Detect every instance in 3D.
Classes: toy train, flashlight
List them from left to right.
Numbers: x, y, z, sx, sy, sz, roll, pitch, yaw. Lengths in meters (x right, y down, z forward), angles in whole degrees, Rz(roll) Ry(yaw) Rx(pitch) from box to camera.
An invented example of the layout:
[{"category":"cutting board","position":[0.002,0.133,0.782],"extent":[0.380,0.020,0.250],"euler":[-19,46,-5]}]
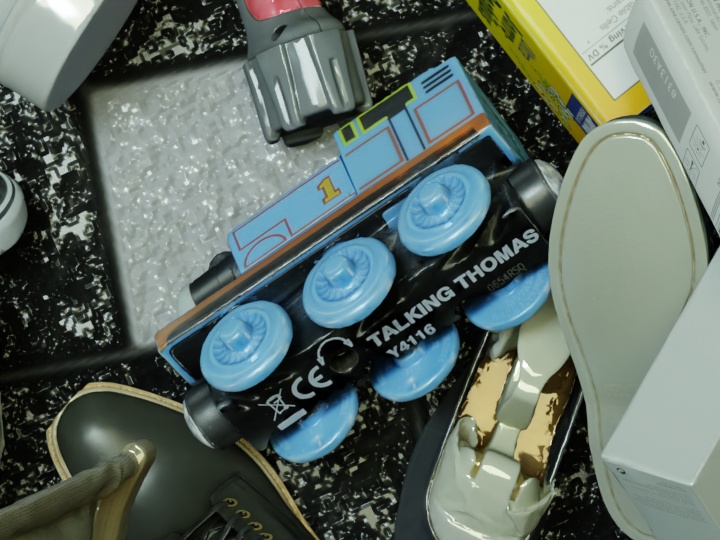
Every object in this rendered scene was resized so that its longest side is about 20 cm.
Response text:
[{"category":"flashlight","position":[-0.042,-0.162,1.352],"extent":[0.068,0.068,0.201],"euler":[-19,83,22]},{"category":"toy train","position":[0.000,0.000,1.324],"extent":[0.199,0.115,0.087],"euler":[-34,130,9]}]

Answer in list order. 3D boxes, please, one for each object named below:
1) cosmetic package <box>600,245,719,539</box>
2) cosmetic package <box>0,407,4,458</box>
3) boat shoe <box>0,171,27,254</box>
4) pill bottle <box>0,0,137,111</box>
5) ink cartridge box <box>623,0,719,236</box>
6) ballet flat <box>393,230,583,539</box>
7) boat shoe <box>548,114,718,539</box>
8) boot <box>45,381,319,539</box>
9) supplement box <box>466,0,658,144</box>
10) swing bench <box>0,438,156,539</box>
[{"category":"cosmetic package","position":[0.194,0.045,1.278],"extent":[0.051,0.151,0.201],"euler":[16,65,37]},{"category":"cosmetic package","position":[-0.262,0.066,1.315],"extent":[0.198,0.104,0.088],"euler":[-1,114,1]},{"category":"boat shoe","position":[-0.251,-0.042,1.339],"extent":[0.198,0.068,0.074],"euler":[6,43,7]},{"category":"pill bottle","position":[-0.196,-0.165,1.331],"extent":[0.199,0.120,0.120],"euler":[34,87,2]},{"category":"ink cartridge box","position":[0.230,-0.065,1.228],"extent":[0.199,0.050,0.162],"euler":[-13,59,-19]},{"category":"ballet flat","position":[0.066,0.069,1.340],"extent":[0.073,0.073,0.201],"euler":[23,87,2]},{"category":"boat shoe","position":[0.131,0.021,1.291],"extent":[0.074,0.062,0.201],"euler":[-2,113,28]},{"category":"boot","position":[-0.056,0.120,1.302],"extent":[0.200,0.138,0.078],"euler":[38,87,3]},{"category":"supplement box","position":[0.090,-0.162,1.334],"extent":[0.109,0.110,0.200],"euler":[-37,86,-2]},{"category":"swing bench","position":[-0.059,0.169,1.141],"extent":[0.199,0.199,0.131],"euler":[21,102,15]}]
